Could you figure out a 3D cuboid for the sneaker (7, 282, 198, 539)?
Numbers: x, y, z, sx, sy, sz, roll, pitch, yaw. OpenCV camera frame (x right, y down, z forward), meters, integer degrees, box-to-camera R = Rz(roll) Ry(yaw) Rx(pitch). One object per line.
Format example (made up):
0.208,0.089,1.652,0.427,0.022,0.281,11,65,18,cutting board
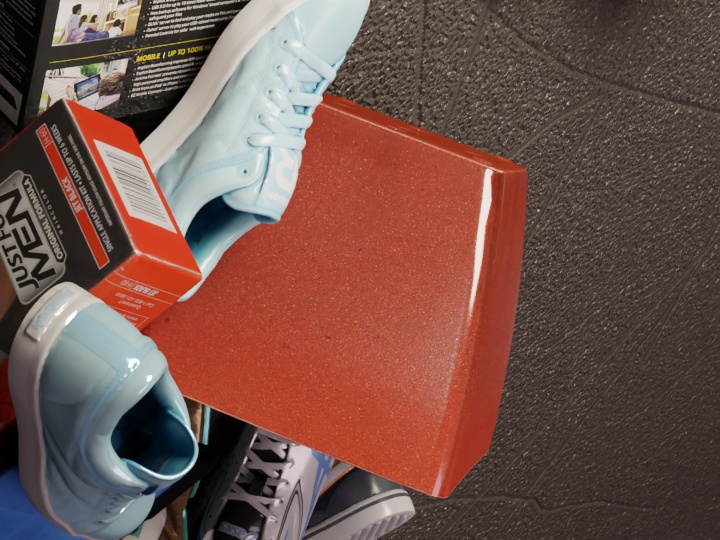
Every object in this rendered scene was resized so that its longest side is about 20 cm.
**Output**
-0.117,0.090,1.026,0.074,0.082,0.201,-48,157,-21,sneaker

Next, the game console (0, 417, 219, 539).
-0.166,0.174,1.131,0.200,0.118,0.174,25,60,-62,game console

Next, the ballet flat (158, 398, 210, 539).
-0.142,0.138,1.371,0.072,0.068,0.201,-7,137,-20,ballet flat

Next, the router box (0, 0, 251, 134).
-0.094,-0.159,1.107,0.199,0.051,0.150,-14,135,-39,router box

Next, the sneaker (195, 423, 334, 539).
-0.064,0.148,1.419,0.072,0.071,0.202,-34,142,-77,sneaker

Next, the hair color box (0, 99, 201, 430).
-0.186,0.017,1.077,0.200,0.102,0.061,-39,151,18,hair color box

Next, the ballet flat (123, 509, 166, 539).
-0.187,0.215,1.351,0.069,0.070,0.200,-4,140,-47,ballet flat

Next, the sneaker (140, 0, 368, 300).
-0.051,-0.067,1.113,0.200,0.082,0.074,-51,150,13,sneaker

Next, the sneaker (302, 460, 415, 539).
-0.056,0.179,1.502,0.199,0.080,0.078,-31,162,21,sneaker

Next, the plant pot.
0.000,0.000,1.232,0.200,0.198,0.178,-20,130,-78,plant pot
